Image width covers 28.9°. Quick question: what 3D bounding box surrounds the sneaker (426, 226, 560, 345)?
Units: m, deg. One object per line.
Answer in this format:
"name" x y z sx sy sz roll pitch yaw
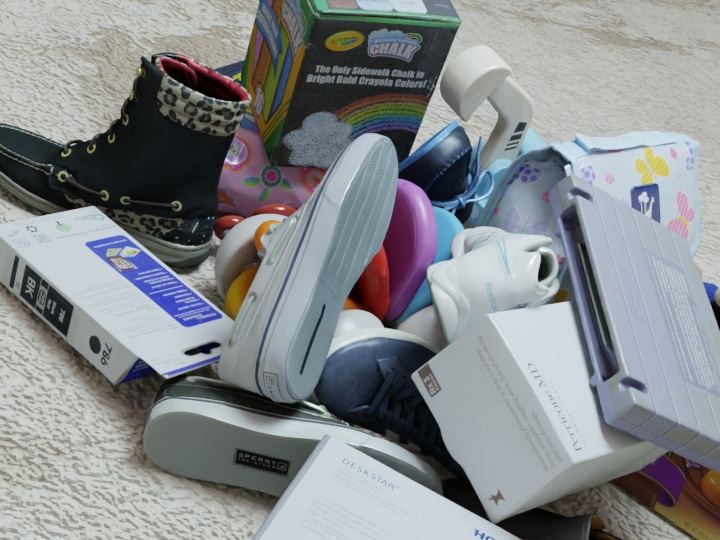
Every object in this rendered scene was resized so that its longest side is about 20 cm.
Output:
"sneaker" 0.102 0.006 0.970 0.080 0.071 0.200 -18 7 14

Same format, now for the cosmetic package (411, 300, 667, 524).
"cosmetic package" 0.139 0.085 0.927 0.200 0.081 0.113 -7 61 -53

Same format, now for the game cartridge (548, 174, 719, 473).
"game cartridge" 0.195 0.037 0.941 0.130 0.038 0.200 29 38 -34

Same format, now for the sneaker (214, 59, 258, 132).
"sneaker" -0.100 -0.143 1.287 0.074 0.082 0.200 -23 29 -12

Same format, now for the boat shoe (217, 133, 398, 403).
"boat shoe" -0.039 -0.010 0.922 0.067 0.074 0.200 9 59 28

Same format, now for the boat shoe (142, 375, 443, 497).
"boat shoe" -0.040 0.112 0.915 0.200 0.071 0.064 18 31 -5

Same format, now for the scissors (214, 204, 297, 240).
"scissors" -0.036 -0.021 1.172 0.200 0.073 0.014 19 56 -49

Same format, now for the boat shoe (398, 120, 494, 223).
"boat shoe" 0.071 -0.068 1.145 0.069 0.084 0.200 53 -4 6

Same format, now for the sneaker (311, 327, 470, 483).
"sneaker" 0.058 0.102 0.956 0.200 0.075 0.085 21 16 -29

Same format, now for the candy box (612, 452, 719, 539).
"candy box" 0.238 0.117 1.049 0.200 0.117 0.056 34 31 17

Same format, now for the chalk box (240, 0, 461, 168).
"chalk box" -0.007 -0.194 1.113 0.125 0.200 0.124 0 45 -23

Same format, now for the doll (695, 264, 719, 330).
"doll" 0.289 0.048 1.034 0.136 0.048 0.200 39 5 -35

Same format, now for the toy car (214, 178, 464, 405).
"toy car" 0.000 0.000 1.040 0.200 0.150 0.175 -3 39 -38

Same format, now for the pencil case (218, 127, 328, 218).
"pencil case" -0.075 -0.079 1.178 0.200 0.088 0.087 11 32 -15

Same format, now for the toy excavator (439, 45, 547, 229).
"toy excavator" 0.128 -0.098 1.230 0.194 0.200 0.100 1 36 -34

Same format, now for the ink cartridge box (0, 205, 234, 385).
"ink cartridge box" -0.170 0.024 0.989 0.200 0.039 0.099 36 31 30

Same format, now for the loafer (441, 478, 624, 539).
"loafer" 0.138 0.184 0.919 0.200 0.072 0.073 26 32 6

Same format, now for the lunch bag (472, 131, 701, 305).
"lunch bag" 0.185 -0.022 1.151 0.169 0.200 0.127 -8 42 -43

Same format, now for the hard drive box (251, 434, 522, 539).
"hard drive box" 0.001 0.203 0.792 0.156 0.077 0.200 28 31 8

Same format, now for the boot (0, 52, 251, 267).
"boot" -0.189 -0.107 1.078 0.203 0.154 0.073 25 30 4
